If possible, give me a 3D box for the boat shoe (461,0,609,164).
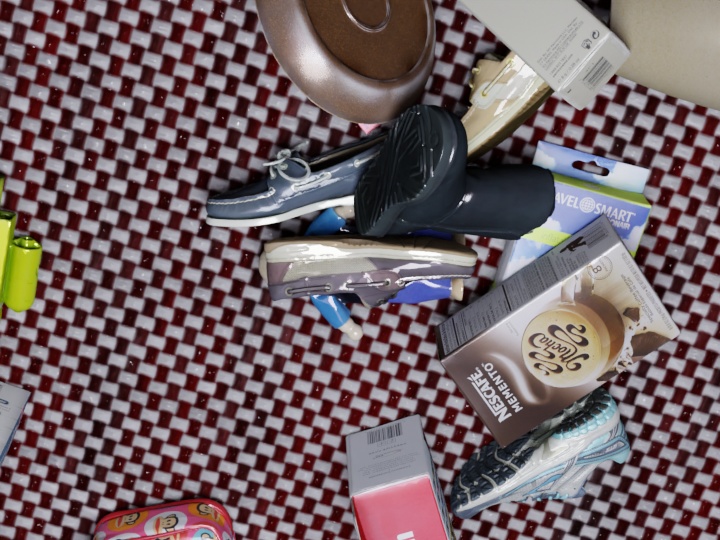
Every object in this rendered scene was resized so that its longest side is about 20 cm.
[{"bbox_3d":[0.138,-0.174,1.257,0.200,0.074,0.067,-43,81,19],"label":"boat shoe"}]

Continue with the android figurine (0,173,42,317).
[{"bbox_3d":[-0.399,-0.004,1.307,0.179,0.041,0.203,10,106,-6],"label":"android figurine"}]

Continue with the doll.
[{"bbox_3d":[0.000,0.000,1.317,0.197,0.049,0.139,2,106,-2],"label":"doll"}]

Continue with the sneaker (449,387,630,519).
[{"bbox_3d":[0.184,0.206,1.378,0.198,0.078,0.087,-31,110,9],"label":"sneaker"}]

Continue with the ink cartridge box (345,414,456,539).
[{"bbox_3d":[0.053,0.276,1.344,0.083,0.176,0.203,-16,109,4],"label":"ink cartridge box"}]

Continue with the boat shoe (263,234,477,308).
[{"bbox_3d":[0.009,0.002,1.259,0.197,0.072,0.066,1,99,1],"label":"boat shoe"}]

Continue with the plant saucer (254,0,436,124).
[{"bbox_3d":[-0.003,-0.228,1.176,0.032,0.201,0.201,-21,114,48],"label":"plant saucer"}]

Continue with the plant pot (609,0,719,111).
[{"bbox_3d":[0.319,-0.220,1.199,0.197,0.188,0.190,4,109,11],"label":"plant pot"}]

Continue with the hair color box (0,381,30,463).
[{"bbox_3d":[-0.382,0.163,1.279,0.099,0.200,0.061,22,108,-9],"label":"hair color box"}]

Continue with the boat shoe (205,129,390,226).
[{"bbox_3d":[-0.051,-0.085,1.273,0.197,0.075,0.063,-11,110,1],"label":"boat shoe"}]

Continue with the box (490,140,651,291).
[{"bbox_3d":[0.199,-0.011,1.321,0.120,0.048,0.203,13,108,-7],"label":"box"}]

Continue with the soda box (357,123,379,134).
[{"bbox_3d":[-0.029,-0.226,1.233,0.070,0.064,0.201,-36,105,10],"label":"soda box"}]

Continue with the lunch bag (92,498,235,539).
[{"bbox_3d":[-0.205,0.344,1.408,0.173,0.082,0.203,-10,109,2],"label":"lunch bag"}]

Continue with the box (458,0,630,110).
[{"bbox_3d":[0.135,-0.232,1.176,0.068,0.082,0.200,-47,70,13],"label":"box"}]

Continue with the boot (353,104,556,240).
[{"bbox_3d":[0.100,-0.082,1.198,0.166,0.200,0.078,-1,70,-21],"label":"boot"}]

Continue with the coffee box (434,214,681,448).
[{"bbox_3d":[0.180,0.057,1.276,0.199,0.080,0.113,-35,108,11],"label":"coffee box"}]
